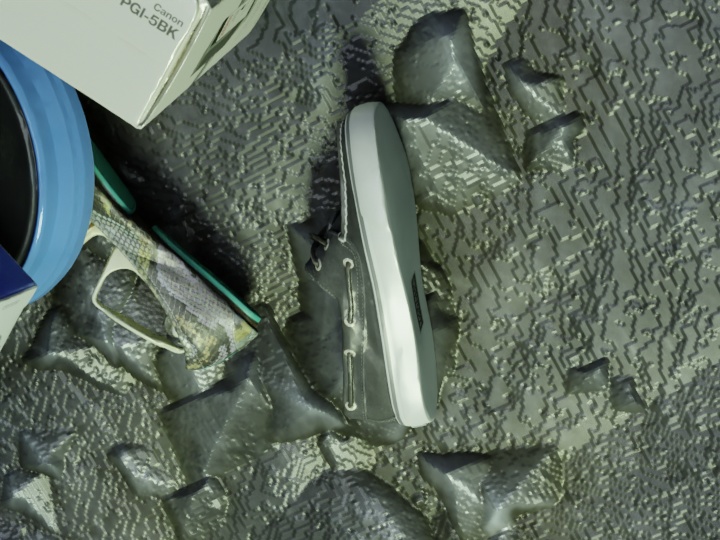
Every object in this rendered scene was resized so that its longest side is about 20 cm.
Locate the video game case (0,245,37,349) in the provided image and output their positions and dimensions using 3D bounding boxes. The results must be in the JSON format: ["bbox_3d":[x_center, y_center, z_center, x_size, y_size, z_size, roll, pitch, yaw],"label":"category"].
[{"bbox_3d":[-0.299,0.008,1.297,0.200,0.045,0.182,45,128,16],"label":"video game case"}]

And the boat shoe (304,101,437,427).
[{"bbox_3d":[0.000,0.000,1.291,0.066,0.070,0.201,-4,116,14],"label":"boat shoe"}]

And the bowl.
[{"bbox_3d":[-0.243,-0.070,1.300,0.200,0.039,0.202,13,113,34],"label":"bowl"}]

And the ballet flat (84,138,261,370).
[{"bbox_3d":[-0.147,-0.017,1.312,0.072,0.072,0.200,-40,97,23],"label":"ballet flat"}]

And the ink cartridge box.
[{"bbox_3d":[-0.128,-0.172,1.184,0.146,0.200,0.083,33,115,1],"label":"ink cartridge box"}]
